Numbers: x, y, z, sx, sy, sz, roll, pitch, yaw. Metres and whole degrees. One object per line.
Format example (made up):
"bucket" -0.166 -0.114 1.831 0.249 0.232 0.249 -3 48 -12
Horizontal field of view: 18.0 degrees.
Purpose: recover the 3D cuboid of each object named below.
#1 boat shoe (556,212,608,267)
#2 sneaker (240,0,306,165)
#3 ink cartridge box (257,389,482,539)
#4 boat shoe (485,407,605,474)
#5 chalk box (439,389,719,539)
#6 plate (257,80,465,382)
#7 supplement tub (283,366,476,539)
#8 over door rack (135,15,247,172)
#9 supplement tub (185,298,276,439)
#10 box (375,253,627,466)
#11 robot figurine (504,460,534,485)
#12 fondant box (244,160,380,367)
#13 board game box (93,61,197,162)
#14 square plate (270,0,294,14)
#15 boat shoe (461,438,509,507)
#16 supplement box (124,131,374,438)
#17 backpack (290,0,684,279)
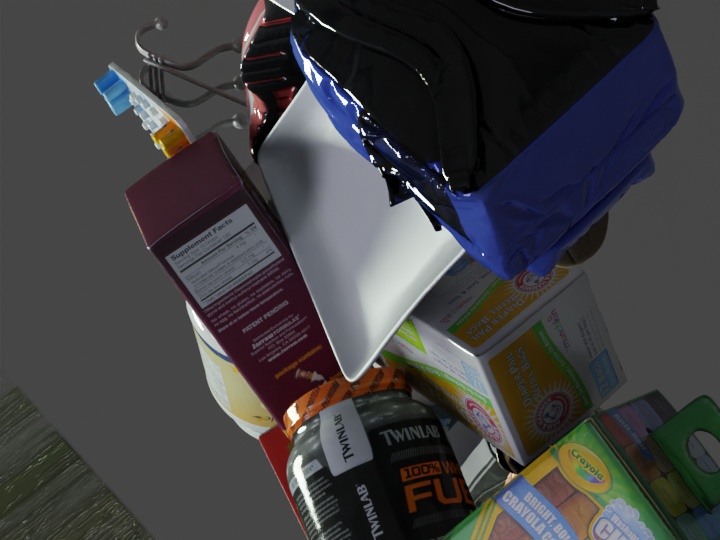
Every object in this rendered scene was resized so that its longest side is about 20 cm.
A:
"boat shoe" 0.088 -0.092 1.407 0.201 0.072 0.068 58 169 2
"sneaker" -0.062 -0.161 1.667 0.201 0.073 0.087 100 159 -56
"ink cartridge box" 0.023 0.161 1.911 0.045 0.176 0.201 37 158 44
"boat shoe" 0.131 0.114 1.698 0.200 0.072 0.073 38 155 39
"chalk box" 0.174 0.167 1.516 0.125 0.200 0.124 53 -152 14
"plate" 0.011 -0.057 1.557 0.200 0.032 0.201 -51 53 45
"supplement tub" 0.022 0.179 1.620 0.123 0.122 0.201 98 152 -68
"over door rack" -0.093 -0.120 1.867 0.199 0.067 0.148 35 160 12
"supplement tub" -0.074 0.057 2.021 0.144 0.144 0.200 45 162 26
"box" 0.080 0.034 1.620 0.200 0.101 0.113 32 154 51
"robot figurine" 0.187 0.230 1.724 0.199 0.058 0.146 34 123 18
"fondant box" 0.000 0.000 1.777 0.144 0.058 0.201 16 145 44
"board game box" -0.131 -0.061 1.823 0.201 0.026 0.200 58 171 -27
"square plate" -0.092 -0.282 1.537 0.198 0.028 0.201 36 150 44
"boat shoe" 0.119 0.174 1.863 0.064 0.071 0.200 50 162 12
"supplement box" -0.081 0.011 1.690 0.200 0.085 0.110 55 -178 -28
"backpack" 0.060 -0.103 1.284 0.200 0.162 0.168 41 164 31
